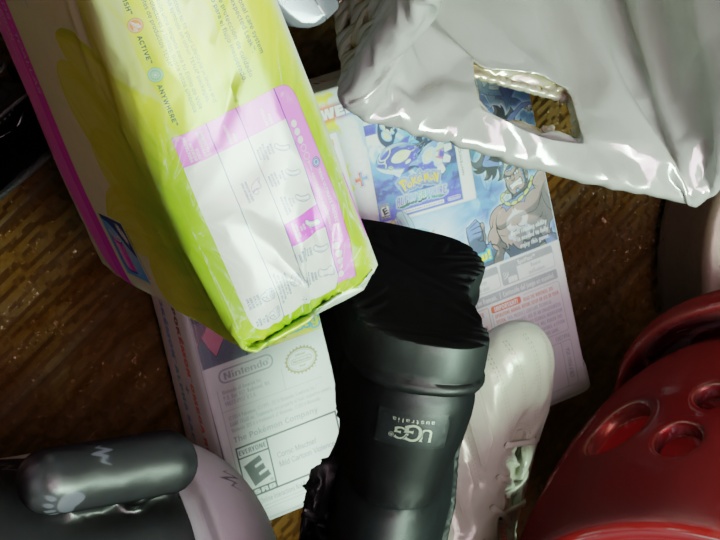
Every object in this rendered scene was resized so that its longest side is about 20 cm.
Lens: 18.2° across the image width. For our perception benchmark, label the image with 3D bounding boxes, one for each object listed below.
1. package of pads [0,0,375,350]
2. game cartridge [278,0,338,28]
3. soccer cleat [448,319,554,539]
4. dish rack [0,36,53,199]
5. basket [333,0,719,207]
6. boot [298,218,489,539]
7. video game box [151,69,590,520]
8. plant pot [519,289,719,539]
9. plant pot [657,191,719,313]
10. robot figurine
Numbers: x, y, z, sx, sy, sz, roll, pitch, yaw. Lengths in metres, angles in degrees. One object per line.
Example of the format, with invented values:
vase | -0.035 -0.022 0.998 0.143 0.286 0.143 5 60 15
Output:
package of pads | -0.080 -0.078 0.854 0.068 0.154 0.201 -29 113 -19
game cartridge | -0.092 -0.187 0.916 0.042 0.133 0.200 -42 114 -18
soccer cleat | 0.048 0.117 1.026 0.069 0.078 0.200 4 119 -40
dish rack | -0.204 -0.111 0.903 0.153 0.054 0.200 -42 121 -19
basket | 0.106 -0.163 0.963 0.198 0.161 0.200 12 135 -28
boot | 0.002 0.078 0.941 0.076 0.200 0.169 11 106 -8
video game box | 0.000 0.000 1.041 0.199 0.047 0.183 -19 108 -26
plant pot | 0.179 0.119 1.021 0.201 0.200 0.183 49 43 -24
plant pot | 0.277 -0.002 1.119 0.200 0.174 0.201 -3 97 -28
robot figurine | -0.130 0.135 0.939 0.199 0.150 0.125 -7 88 -32
